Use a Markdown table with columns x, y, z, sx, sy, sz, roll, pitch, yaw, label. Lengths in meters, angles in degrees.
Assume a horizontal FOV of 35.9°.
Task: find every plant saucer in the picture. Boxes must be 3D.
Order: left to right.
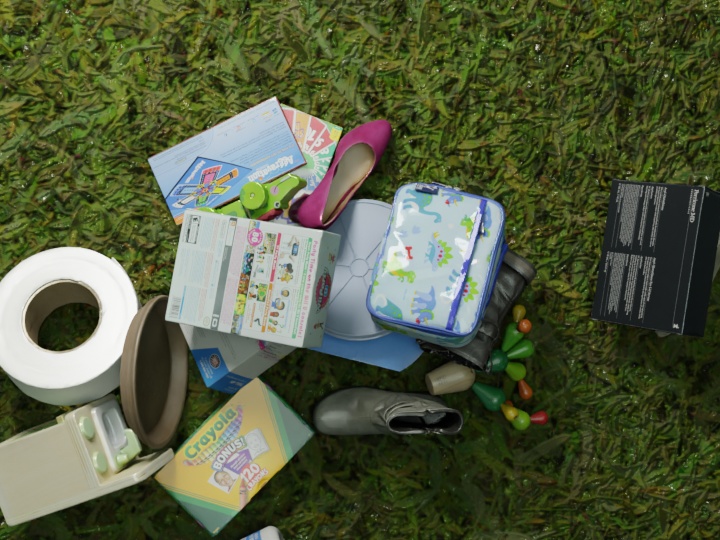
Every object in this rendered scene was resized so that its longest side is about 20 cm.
| x | y | z | sx | sy | sz | roll | pitch | yaw | label |
| --- | --- | --- | --- | --- | --- | --- | --- | --- | --- |
| -0.272 | 0.133 | 1.463 | 0.029 | 0.200 | 0.202 | 0 | 91 | 10 | plant saucer |

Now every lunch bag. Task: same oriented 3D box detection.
| x | y | z | sx | sy | sz | roll | pitch | yaw | label |
| --- | --- | --- | --- | --- | --- | --- | --- | --- | --- |
| 0.103 | -0.009 | 1.456 | 0.160 | 0.083 | 0.201 | 16 | 76 | 10 | lunch bag |

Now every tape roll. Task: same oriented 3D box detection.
| x | y | z | sx | sy | sz | roll | pitch | yaw | label |
| --- | --- | --- | --- | --- | --- | --- | --- | --- | --- |
| -0.387 | 0.073 | 1.472 | 0.201 | 0.071 | 0.204 | 0 | 64 | 0 | tape roll |

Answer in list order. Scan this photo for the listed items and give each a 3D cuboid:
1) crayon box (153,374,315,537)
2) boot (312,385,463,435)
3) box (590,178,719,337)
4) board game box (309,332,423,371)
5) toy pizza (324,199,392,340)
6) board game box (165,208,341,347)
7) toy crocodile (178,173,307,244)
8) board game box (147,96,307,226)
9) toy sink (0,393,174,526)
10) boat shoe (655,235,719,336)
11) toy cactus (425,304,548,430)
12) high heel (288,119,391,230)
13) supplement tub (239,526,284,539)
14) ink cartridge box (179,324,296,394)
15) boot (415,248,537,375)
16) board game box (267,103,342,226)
| x | y | z | sx | sy | sz | roll | pitch | yaw | label |
| --- | --- | --- | --- | --- | --- | --- | --- | --- | --- |
| -0.174 | 0.251 | 1.538 | 0.119 | 0.058 | 0.200 | 45 | 87 | -4 | crayon box |
| 0.035 | 0.196 | 1.519 | 0.198 | 0.131 | 0.068 | -3 | 91 | -5 | boot |
| 0.412 | -0.018 | 1.540 | 0.079 | 0.141 | 0.202 | 8 | 91 | -47 | box |
| 0.008 | 0.054 | 1.558 | 0.198 | 0.039 | 0.159 | 14 | 73 | 0 | board game box |
| 0.000 | 0.000 | 1.526 | 0.198 | 0.032 | 0.202 | -2 | 73 | 7 | toy pizza |
| -0.137 | 0.009 | 1.413 | 0.199 | 0.064 | 0.149 | 10 | 89 | 22 | board game box |
| -0.160 | -0.073 | 1.503 | 0.199 | 0.067 | 0.062 | -27 | 83 | 11 | toy crocodile |
| -0.184 | -0.150 | 1.534 | 0.199 | 0.019 | 0.104 | -25 | 85 | 3 | board game box |
| -0.368 | 0.238 | 1.461 | 0.199 | 0.130 | 0.113 | -20 | 92 | 14 | toy sink |
| 0.470 | 0.001 | 1.601 | 0.063 | 0.073 | 0.201 | 35 | 95 | 38 | boat shoe |
| 0.174 | 0.137 | 1.542 | 0.164 | 0.102 | 0.201 | -18 | 94 | -14 | toy cactus |
| -0.012 | -0.131 | 1.514 | 0.200 | 0.096 | 0.068 | -42 | 116 | -16 | high heel |
| -0.179 | 0.446 | 1.505 | 0.199 | 0.132 | 0.133 | -25 | 93 | -5 | supplement tub |
| -0.135 | 0.061 | 1.486 | 0.199 | 0.067 | 0.117 | -35 | 63 | 14 | ink cartridge box |
| 0.126 | 0.032 | 1.509 | 0.199 | 0.069 | 0.175 | 28 | 75 | 26 | boot |
| -0.103 | -0.122 | 1.556 | 0.095 | 0.030 | 0.201 | 20 | 92 | -5 | board game box |
